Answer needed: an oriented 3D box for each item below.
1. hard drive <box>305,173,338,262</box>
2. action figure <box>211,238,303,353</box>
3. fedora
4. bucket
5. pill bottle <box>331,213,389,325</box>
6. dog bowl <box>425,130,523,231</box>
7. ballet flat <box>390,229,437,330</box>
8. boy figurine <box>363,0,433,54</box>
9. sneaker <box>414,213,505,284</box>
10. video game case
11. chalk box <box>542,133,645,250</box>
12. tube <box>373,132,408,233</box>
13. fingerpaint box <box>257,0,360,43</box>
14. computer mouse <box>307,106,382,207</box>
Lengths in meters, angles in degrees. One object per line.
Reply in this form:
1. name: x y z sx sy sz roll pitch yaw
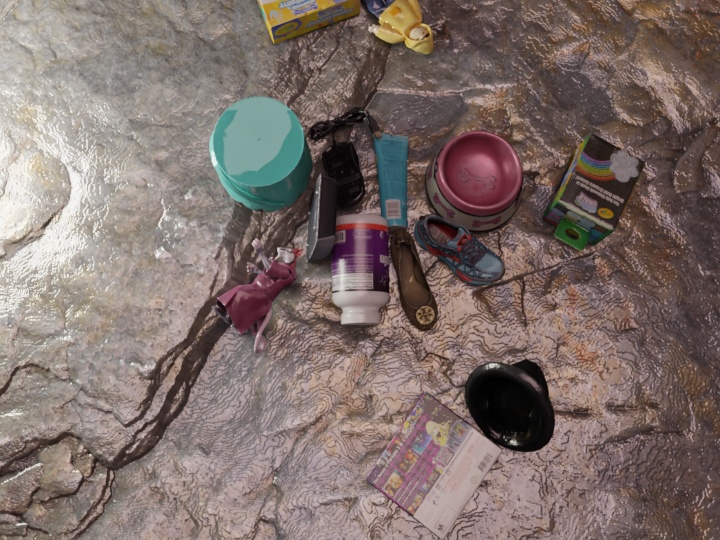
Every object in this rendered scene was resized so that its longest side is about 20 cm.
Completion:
1. hard drive: -0.073 -0.092 1.503 0.042 0.200 0.137 5 79 -8
2. action figure: -0.175 0.034 1.508 0.200 0.134 0.149 -42 83 -6
3. fedora: 0.285 0.231 1.469 0.200 0.201 0.091 43 49 8
4. bucket: -0.192 -0.227 1.560 0.203 0.135 0.211 0 78 -1
5. pill bottle: 0.000 0.000 1.524 0.110 0.112 0.204 -1 83 -1
6. dog bowl: 0.229 -0.183 1.577 0.197 0.074 0.203 1 71 -4
7. ballet flat: 0.102 0.016 1.556 0.066 0.046 0.203 -14 84 -6
8. boy figurine: 0.075 -0.521 1.663 0.124 0.065 0.201 -36 78 -10
9. sneaker: 0.191 -0.041 1.547 0.198 0.096 0.080 30 80 5
10. video game case: 0.136 0.360 1.493 0.180 0.036 0.201 35 80 7
11. chalk box: 0.440 -0.135 1.558 0.124 0.124 0.202 28 80 4
12. tube: 0.064 -0.178 1.600 0.076 0.050 0.203 5 75 -25
13. fingerpaint box: -0.119 -0.588 1.668 0.197 0.073 0.169 -21 78 -5
14. computer mouse: -0.012 -0.225 1.605 0.139 0.046 0.202 -24 70 7
